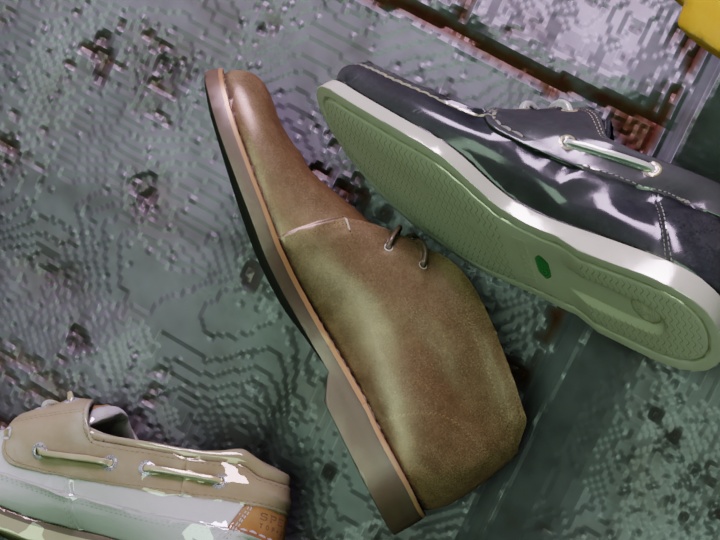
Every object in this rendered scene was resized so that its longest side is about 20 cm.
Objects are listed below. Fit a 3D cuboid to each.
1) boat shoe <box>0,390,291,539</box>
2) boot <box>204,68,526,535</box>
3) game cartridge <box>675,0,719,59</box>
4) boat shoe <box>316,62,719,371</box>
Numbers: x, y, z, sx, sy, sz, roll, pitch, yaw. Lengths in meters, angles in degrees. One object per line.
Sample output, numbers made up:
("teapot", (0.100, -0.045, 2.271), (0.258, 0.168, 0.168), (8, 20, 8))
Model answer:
("boat shoe", (-0.118, 0.090, 0.963), (0.199, 0.075, 0.069), (17, 79, 21))
("boot", (0.000, 0.000, 0.918), (0.075, 0.074, 0.201), (-27, 87, 1))
("game cartridge", (0.224, -0.134, 0.802), (0.176, 0.032, 0.201), (36, 94, 28))
("boat shoe", (0.072, -0.033, 0.891), (0.199, 0.072, 0.068), (28, 66, 24))
